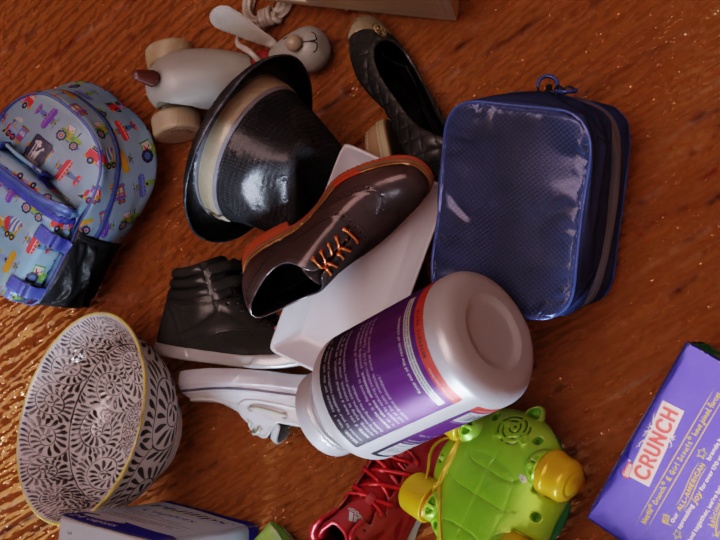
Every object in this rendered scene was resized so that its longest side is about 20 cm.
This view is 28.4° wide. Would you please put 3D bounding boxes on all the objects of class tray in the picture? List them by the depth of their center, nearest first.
[{"bbox_3d":[0.000,0.000,1.255,0.107,0.022,0.201,24,104,17],"label":"tray"}]

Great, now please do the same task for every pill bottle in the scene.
[{"bbox_3d":[0.038,0.085,1.165,0.199,0.112,0.113,-29,74,40],"label":"pill bottle"}]

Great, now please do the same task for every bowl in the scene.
[{"bbox_3d":[-0.232,0.148,1.354,0.200,0.094,0.202,-21,59,40],"label":"bowl"}]

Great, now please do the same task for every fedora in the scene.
[{"bbox_3d":[-0.070,-0.092,1.265,0.091,0.200,0.202,30,97,19],"label":"fedora"}]

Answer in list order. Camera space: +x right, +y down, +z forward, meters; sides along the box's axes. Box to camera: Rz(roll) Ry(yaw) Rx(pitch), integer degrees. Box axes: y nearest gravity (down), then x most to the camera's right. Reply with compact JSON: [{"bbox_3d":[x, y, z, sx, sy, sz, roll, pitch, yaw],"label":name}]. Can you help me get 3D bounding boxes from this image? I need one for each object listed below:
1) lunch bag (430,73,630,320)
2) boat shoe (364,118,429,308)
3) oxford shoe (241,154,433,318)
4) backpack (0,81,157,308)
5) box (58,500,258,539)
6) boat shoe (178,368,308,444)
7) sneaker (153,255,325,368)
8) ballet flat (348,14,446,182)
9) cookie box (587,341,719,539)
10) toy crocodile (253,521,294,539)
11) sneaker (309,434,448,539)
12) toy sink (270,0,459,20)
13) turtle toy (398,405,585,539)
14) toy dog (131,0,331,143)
[{"bbox_3d":[0.148,-0.065,1.205,0.135,0.132,0.202,12,101,25],"label":"lunch bag"},{"bbox_3d":[0.019,-0.036,1.291,0.064,0.071,0.202,-9,83,21],"label":"boat shoe"},{"bbox_3d":[-0.018,-0.023,1.198,0.200,0.071,0.073,-35,31,26],"label":"oxford shoe"},{"bbox_3d":[-0.303,-0.085,1.392,0.182,0.134,0.201,40,105,22],"label":"backpack"},{"bbox_3d":[-0.187,0.312,1.277,0.104,0.200,0.186,8,88,21],"label":"box"},{"bbox_3d":[-0.080,0.127,1.317,0.198,0.073,0.067,1,84,23],"label":"boat shoe"},{"bbox_3d":[-0.107,0.038,1.337,0.199,0.071,0.100,4,92,27],"label":"sneaker"},{"bbox_3d":[0.044,-0.162,1.279,0.057,0.066,0.201,-58,47,41],"label":"ballet flat"},{"bbox_3d":[0.313,0.178,1.144,0.199,0.075,0.172,32,98,22],"label":"cookie box"},{"bbox_3d":[-0.034,0.314,1.287,0.067,0.062,0.200,-43,70,14],"label":"toy crocodile"},{"bbox_3d":[0.022,0.194,1.244,0.078,0.115,0.202,17,92,23],"label":"sneaker"},{"bbox_3d":[-0.005,-0.310,1.282,0.198,0.112,0.131,9,88,10],"label":"toy sink"},{"bbox_3d":[0.114,0.207,1.209,0.145,0.101,0.201,29,96,38],"label":"turtle toy"},{"bbox_3d":[-0.138,-0.197,1.359,0.199,0.096,0.132,-36,73,16],"label":"toy dog"}]
